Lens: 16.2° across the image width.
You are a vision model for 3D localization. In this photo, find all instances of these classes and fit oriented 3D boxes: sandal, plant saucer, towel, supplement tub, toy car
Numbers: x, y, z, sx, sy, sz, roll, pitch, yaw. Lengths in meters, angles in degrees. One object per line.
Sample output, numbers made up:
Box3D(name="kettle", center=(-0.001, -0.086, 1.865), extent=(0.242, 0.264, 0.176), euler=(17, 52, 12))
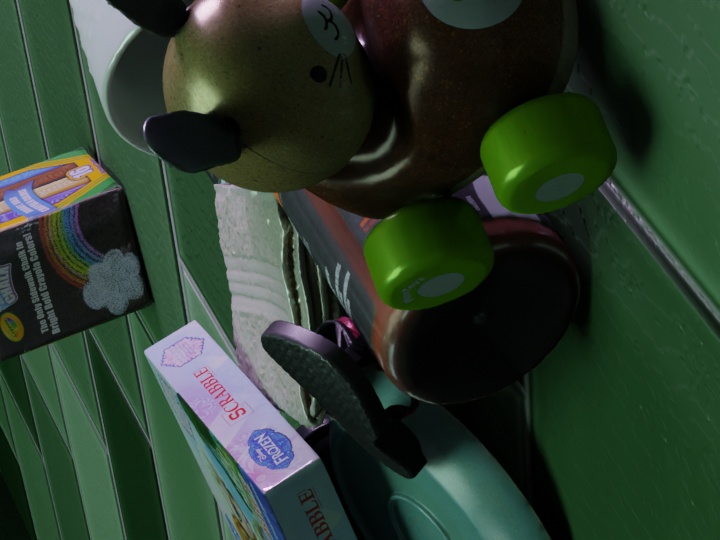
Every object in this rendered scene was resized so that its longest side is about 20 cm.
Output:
Box3D(name="sandal", center=(0.001, 0.055, 1.269), extent=(0.075, 0.045, 0.200), euler=(39, 175, 19))
Box3D(name="plant saucer", center=(0.045, 0.145, 1.418), extent=(0.200, 0.027, 0.201), euler=(42, 155, 25))
Box3D(name="towel", center=(-0.049, 0.015, 1.457), extent=(0.200, 0.034, 0.133), euler=(-169, 71, -75))
Box3D(name="supplement tub", center=(0.019, -0.037, 1.234), extent=(0.107, 0.106, 0.200), euler=(86, 158, -47))
Box3D(name="toy car", center=(-0.020, -0.088, 1.060), extent=(0.158, 0.199, 0.165), euler=(-40, 60, 38))

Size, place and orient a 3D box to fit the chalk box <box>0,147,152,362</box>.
Box3D(name="chalk box", center=(-0.308, -0.008, 2.268), extent=(0.124, 0.199, 0.125), euler=(-138, 32, -60))

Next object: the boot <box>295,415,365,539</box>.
Box3D(name="boot", center=(0.022, 0.199, 1.592), extent=(0.199, 0.073, 0.163), euler=(76, 168, -47))

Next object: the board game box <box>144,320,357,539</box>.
Box3D(name="board game box", center=(-0.044, 0.154, 1.508), extent=(0.199, 0.041, 0.201), euler=(42, 159, 58))

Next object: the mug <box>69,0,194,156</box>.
Box3D(name="mug", center=(-0.089, -0.159, 1.406), extent=(0.200, 0.147, 0.176), euler=(78, 172, -56))

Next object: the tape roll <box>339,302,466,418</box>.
Box3D(name="tape roll", center=(0.000, 0.000, 1.468), extent=(0.200, 0.048, 0.201), euler=(160, 90, -76))

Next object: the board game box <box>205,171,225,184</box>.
Box3D(name="board game box", center=(-0.107, -0.150, 1.696), extent=(0.135, 0.028, 0.201), euler=(-126, 22, -47))
